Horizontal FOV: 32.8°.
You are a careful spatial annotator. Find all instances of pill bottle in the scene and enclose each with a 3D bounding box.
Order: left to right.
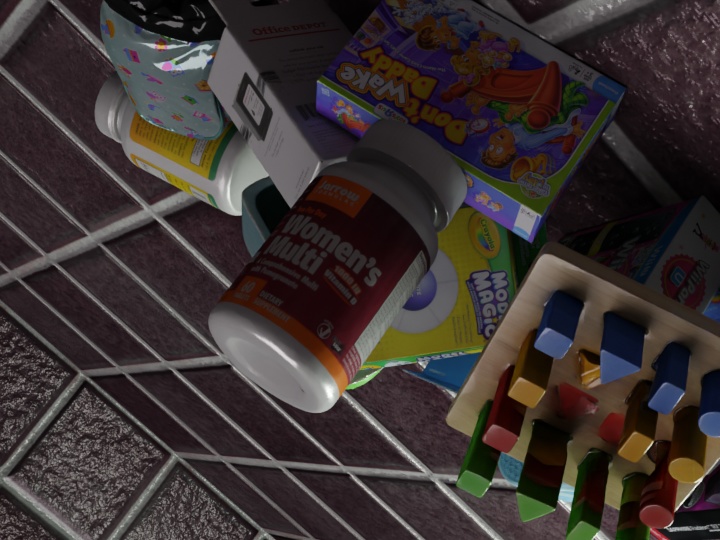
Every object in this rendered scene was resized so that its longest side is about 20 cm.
[{"bbox_3d":[-0.190,-0.149,1.336,0.199,0.113,0.113,27,155,23],"label":"pill bottle"},{"bbox_3d":[-0.012,-0.007,0.883,0.109,0.201,0.110,30,158,14],"label":"pill bottle"}]

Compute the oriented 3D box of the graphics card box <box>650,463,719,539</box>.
[{"bbox_3d":[0.357,0.198,1.185,0.051,0.126,0.200,39,158,-7],"label":"graphics card box"}]

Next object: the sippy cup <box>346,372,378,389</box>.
[{"bbox_3d":[-0.050,0.064,1.516,0.178,0.131,0.140,40,158,-8],"label":"sippy cup"}]

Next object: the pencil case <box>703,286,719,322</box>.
[{"bbox_3d":[0.304,0.042,1.019,0.079,0.086,0.200,64,154,0],"label":"pencil case"}]

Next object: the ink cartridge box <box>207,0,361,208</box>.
[{"bbox_3d":[-0.046,-0.148,1.022,0.201,0.115,0.067,56,141,26],"label":"ink cartridge box"}]

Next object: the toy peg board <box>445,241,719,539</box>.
[{"bbox_3d":[0.180,0.117,0.914,0.198,0.098,0.200,26,130,0],"label":"toy peg board"}]

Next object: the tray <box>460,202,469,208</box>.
[{"bbox_3d":[0.087,-0.074,1.027,0.107,0.022,0.201,36,114,-1],"label":"tray"}]

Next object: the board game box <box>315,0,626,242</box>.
[{"bbox_3d":[0.084,-0.131,0.943,0.199,0.135,0.045,32,158,11],"label":"board game box"}]

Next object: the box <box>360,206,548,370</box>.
[{"bbox_3d":[0.058,0.014,1.003,0.198,0.119,0.048,-9,171,13],"label":"box"}]

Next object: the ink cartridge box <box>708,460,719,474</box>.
[{"bbox_3d":[0.256,0.139,1.100,0.199,0.037,0.095,9,-143,-50],"label":"ink cartridge box"}]

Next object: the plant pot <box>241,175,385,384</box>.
[{"bbox_3d":[0.000,0.000,1.173,0.198,0.195,0.200,61,161,8],"label":"plant pot"}]

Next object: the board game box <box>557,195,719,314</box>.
[{"bbox_3d":[0.211,0.025,1.041,0.064,0.148,0.200,45,156,-14],"label":"board game box"}]

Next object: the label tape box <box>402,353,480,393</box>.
[{"bbox_3d":[0.159,0.115,1.295,0.143,0.064,0.199,20,178,35],"label":"label tape box"}]

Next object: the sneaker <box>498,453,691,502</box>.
[{"bbox_3d":[0.253,0.201,1.243,0.198,0.080,0.130,6,168,30],"label":"sneaker"}]

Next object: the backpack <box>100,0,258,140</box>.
[{"bbox_3d":[-0.164,-0.219,1.149,0.166,0.127,0.200,27,159,15],"label":"backpack"}]
